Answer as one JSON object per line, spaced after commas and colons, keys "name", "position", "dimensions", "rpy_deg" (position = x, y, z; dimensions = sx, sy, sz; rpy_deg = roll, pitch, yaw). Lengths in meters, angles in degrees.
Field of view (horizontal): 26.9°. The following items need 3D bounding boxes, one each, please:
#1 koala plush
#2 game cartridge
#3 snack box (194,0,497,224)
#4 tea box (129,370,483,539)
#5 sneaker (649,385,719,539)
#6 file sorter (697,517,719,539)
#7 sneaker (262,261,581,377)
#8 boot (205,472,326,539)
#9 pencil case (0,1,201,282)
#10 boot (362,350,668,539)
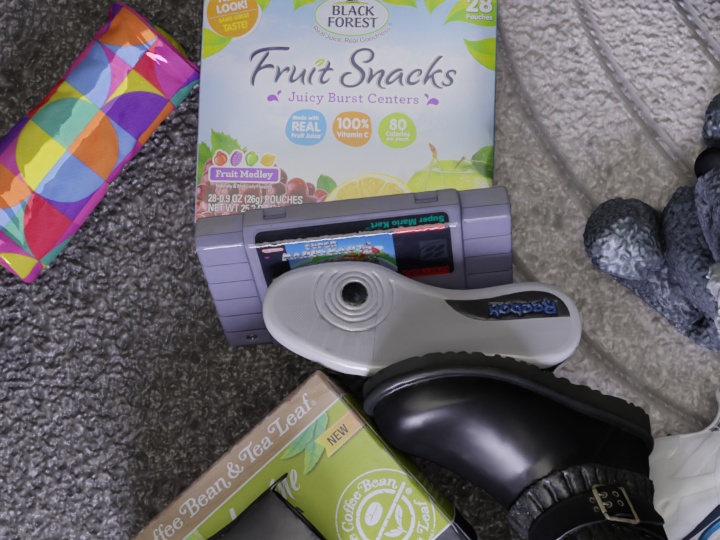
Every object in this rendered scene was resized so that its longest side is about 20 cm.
{"name": "koala plush", "position": [0.260, -0.023, 0.930], "dimensions": [0.177, 0.200, 0.184], "rpy_deg": [-43, 84, -2]}
{"name": "game cartridge", "position": [0.000, 0.000, 0.981], "dimensions": [0.199, 0.130, 0.039], "rpy_deg": [-6, 61, 3]}
{"name": "snack box", "position": [-0.008, -0.108, 1.020], "dimensions": [0.199, 0.068, 0.170], "rpy_deg": [2, 85, 2]}
{"name": "tea box", "position": [-0.031, 0.201, 0.959], "dimensions": [0.200, 0.134, 0.197], "rpy_deg": [-43, 83, -1]}
{"name": "sneaker", "position": [0.191, 0.163, 0.990], "dimensions": [0.200, 0.076, 0.081], "rpy_deg": [-36, 72, -4]}
{"name": "file sorter", "position": [0.315, 0.222, 0.911], "dimensions": [0.139, 0.123, 0.200], "rpy_deg": [-34, 107, -1]}
{"name": "sneaker", "position": [0.035, 0.051, 0.971], "dimensions": [0.199, 0.112, 0.073], "rpy_deg": [5, 67, -3]}
{"name": "boot", "position": [-0.037, 0.230, 0.856], "dimensions": [0.138, 0.077, 0.200], "rpy_deg": [-40, 85, -4]}
{"name": "pencil case", "position": [-0.197, -0.086, 1.022], "dimensions": [0.088, 0.088, 0.200], "rpy_deg": [41, 87, 6]}
{"name": "boot", "position": [0.102, 0.141, 0.894], "dimensions": [0.210, 0.079, 0.158], "rpy_deg": [14, 50, -19]}
